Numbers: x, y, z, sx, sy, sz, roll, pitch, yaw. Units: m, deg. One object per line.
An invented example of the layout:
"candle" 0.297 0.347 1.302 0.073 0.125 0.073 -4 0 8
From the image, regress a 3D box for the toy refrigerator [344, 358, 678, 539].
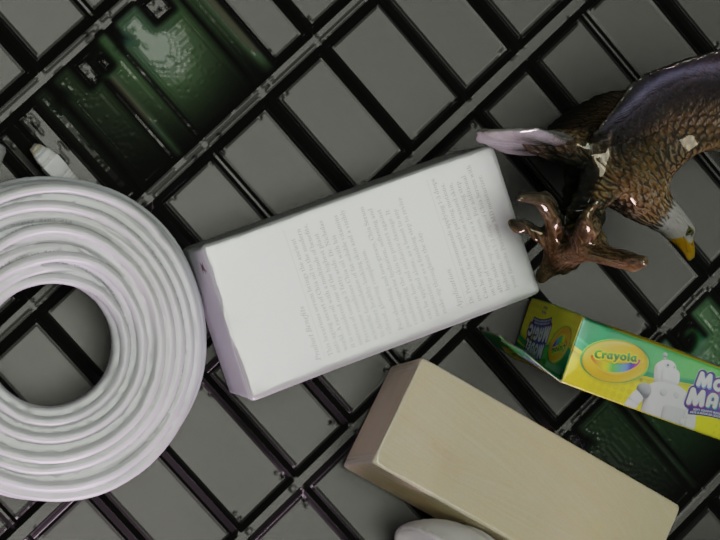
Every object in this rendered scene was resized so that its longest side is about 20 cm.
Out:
"toy refrigerator" 0.096 0.139 1.447 0.199 0.070 0.076 30 75 -13

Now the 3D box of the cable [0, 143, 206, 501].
"cable" -0.189 0.042 1.372 0.199 0.069 0.201 35 81 -12

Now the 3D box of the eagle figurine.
"eagle figurine" 0.181 -0.075 1.406 0.151 0.151 0.200 28 67 31

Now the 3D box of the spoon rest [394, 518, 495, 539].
"spoon rest" 0.100 0.220 1.400 0.199 0.100 0.061 28 60 23

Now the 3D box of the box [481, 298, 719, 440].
"box" 0.183 0.067 1.442 0.199 0.117 0.049 18 92 -14

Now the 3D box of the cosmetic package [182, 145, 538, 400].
"cosmetic package" 0.000 0.000 1.420 0.199 0.071 0.102 -19 95 -14
